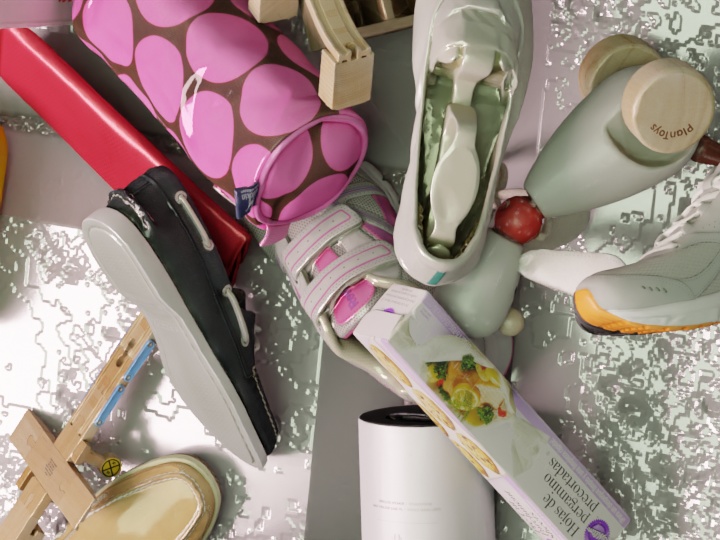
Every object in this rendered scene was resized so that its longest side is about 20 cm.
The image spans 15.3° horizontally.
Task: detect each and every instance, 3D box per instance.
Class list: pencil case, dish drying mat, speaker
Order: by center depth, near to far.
[{"bbox_3d":[-0.087,-0.110,1.548,0.200,0.090,0.094,49,133,30],"label":"pencil case"},{"bbox_3d":[0.040,0.179,1.567,0.081,0.081,0.202,0,97,19],"label":"speaker"},{"bbox_3d":[-0.143,-0.071,1.611,0.200,0.077,0.018,44,68,9],"label":"dish drying mat"}]

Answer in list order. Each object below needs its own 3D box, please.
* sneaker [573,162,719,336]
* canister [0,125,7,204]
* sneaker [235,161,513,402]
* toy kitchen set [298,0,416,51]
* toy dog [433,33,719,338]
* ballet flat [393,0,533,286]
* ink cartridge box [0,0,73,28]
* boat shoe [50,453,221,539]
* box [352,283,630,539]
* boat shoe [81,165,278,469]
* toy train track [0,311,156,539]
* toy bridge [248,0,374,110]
[{"bbox_3d":[0.192,-0.020,1.446,0.076,0.199,0.093,-7,96,58],"label":"sneaker"},{"bbox_3d":[-0.328,-0.045,1.665,0.199,0.086,0.150,14,102,16],"label":"canister"},{"bbox_3d":[0.000,0.000,1.553,0.200,0.088,0.082,42,108,10],"label":"sneaker"},{"bbox_3d":[0.057,-0.237,1.473,0.162,0.200,0.182,-15,93,-21],"label":"toy kitchen set"},{"bbox_3d":[0.134,-0.038,1.500,0.096,0.132,0.200,36,119,-22],"label":"toy dog"},{"bbox_3d":[0.058,-0.090,1.446,0.069,0.069,0.202,9,91,18],"label":"ballet flat"},{"bbox_3d":[-0.195,-0.249,1.559,0.084,0.145,0.201,22,104,17],"label":"ink cartridge box"},{"bbox_3d":[-0.170,0.186,1.644,0.200,0.076,0.072,-41,83,19],"label":"boat shoe"},{"bbox_3d":[0.075,0.088,1.508,0.039,0.041,0.200,-49,117,-14],"label":"box"},{"bbox_3d":[-0.090,0.030,1.578,0.075,0.060,0.201,21,145,46],"label":"boat shoe"},{"bbox_3d":[-0.155,0.091,1.643,0.201,0.032,0.115,-57,37,8],"label":"toy train track"},{"bbox_3d":[-0.047,-0.173,1.513,0.200,0.027,0.068,54,149,43],"label":"toy bridge"}]
